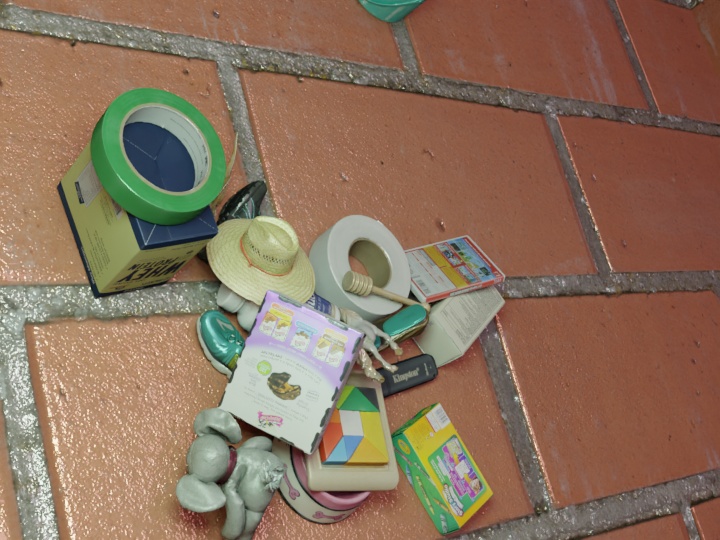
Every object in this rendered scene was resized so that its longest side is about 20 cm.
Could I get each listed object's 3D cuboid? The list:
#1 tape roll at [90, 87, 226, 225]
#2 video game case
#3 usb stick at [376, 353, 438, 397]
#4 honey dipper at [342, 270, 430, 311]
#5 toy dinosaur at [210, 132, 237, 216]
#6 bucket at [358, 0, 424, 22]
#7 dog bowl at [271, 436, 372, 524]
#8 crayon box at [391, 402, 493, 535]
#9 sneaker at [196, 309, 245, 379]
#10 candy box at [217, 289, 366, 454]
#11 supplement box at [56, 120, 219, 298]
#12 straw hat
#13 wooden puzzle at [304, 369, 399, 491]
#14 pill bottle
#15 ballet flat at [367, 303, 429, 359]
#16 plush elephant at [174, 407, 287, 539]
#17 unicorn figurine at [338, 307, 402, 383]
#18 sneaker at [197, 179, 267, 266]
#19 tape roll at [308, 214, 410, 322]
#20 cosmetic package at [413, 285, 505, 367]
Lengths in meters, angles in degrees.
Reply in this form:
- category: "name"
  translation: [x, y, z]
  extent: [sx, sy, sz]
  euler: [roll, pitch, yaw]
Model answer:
- category: "tape roll"
  translation: [-0.293, -0.167, 1.414]
  extent: [0.198, 0.048, 0.204]
  euler: [19, 56, -31]
- category: "video game case"
  translation: [0.171, -0.004, 1.931]
  extent: [0.197, 0.018, 0.143]
  euler: [-14, 44, -26]
- category: "usb stick"
  translation: [0.070, 0.200, 1.810]
  extent: [0.198, 0.032, 0.056]
  euler: [-12, 75, -43]
- category: "honey dipper"
  translation: [0.053, 0.045, 1.783]
  extent: [0.198, 0.038, 0.039]
  euler: [20, 55, -35]
- category: "toy dinosaur"
  translation: [-0.249, -0.139, 1.678]
  extent: [0.058, 0.101, 0.202]
  euler: [37, 49, -17]
- category: "bucket"
  translation: [0.078, -0.683, 2.218]
  extent: [0.204, 0.134, 0.211]
  euler: [20, 55, -31]
- category: "dog bowl"
  translation: [-0.051, 0.315, 1.620]
  extent: [0.197, 0.073, 0.204]
  euler: [19, 57, -31]
- category: "crayon box"
  translation: [0.146, 0.361, 1.768]
  extent: [0.118, 0.058, 0.202]
  euler: [-29, 87, -44]
- category: "sneaker"
  translation: [-0.190, 0.142, 1.593]
  extent: [0.201, 0.079, 0.078]
  euler: [51, 46, -5]
- category: "candy box"
  translation: [-0.105, 0.156, 1.507]
  extent: [0.165, 0.072, 0.203]
  euler: [24, 90, 7]
- category: "supplement box"
  translation: [-0.350, -0.096, 1.502]
  extent: [0.133, 0.199, 0.203]
  euler: [-12, 75, -42]
- category: "straw hat"
  translation: [-0.147, -0.040, 1.588]
  extent: [0.198, 0.086, 0.203]
  euler: [17, 44, -16]
- category: "wooden puzzle"
  translation: [-0.020, 0.259, 1.599]
  extent: [0.182, 0.037, 0.204]
  euler: [9, 62, -36]
- category: "pill bottle"
  translation: [-0.141, 0.067, 1.650]
  extent: [0.198, 0.111, 0.113]
  euler: [30, 51, -24]
- category: "ballet flat"
  translation: [0.037, 0.124, 1.781]
  extent: [0.197, 0.073, 0.068]
  euler: [-24, 57, -8]
- category: "plush elephant"
  translation: [-0.201, 0.304, 1.451]
  extent: [0.153, 0.201, 0.167]
  euler: [25, 58, -4]
- category: "unicorn figurine"
  translation: [0.005, 0.122, 1.670]
  extent: [0.137, 0.200, 0.074]
  euler: [42, 88, -3]
- category: "sneaker"
  translation: [-0.215, -0.076, 1.705]
  extent: [0.079, 0.075, 0.202]
  euler: [46, 54, -22]
- category: "tape roll"
  translation: [0.000, 0.000, 1.832]
  extent: [0.200, 0.071, 0.206]
  euler: [19, 56, -31]
- category: "cosmetic package"
  translation: [0.193, 0.090, 1.932]
  extent: [0.104, 0.087, 0.200]
  euler: [53, 45, -4]
